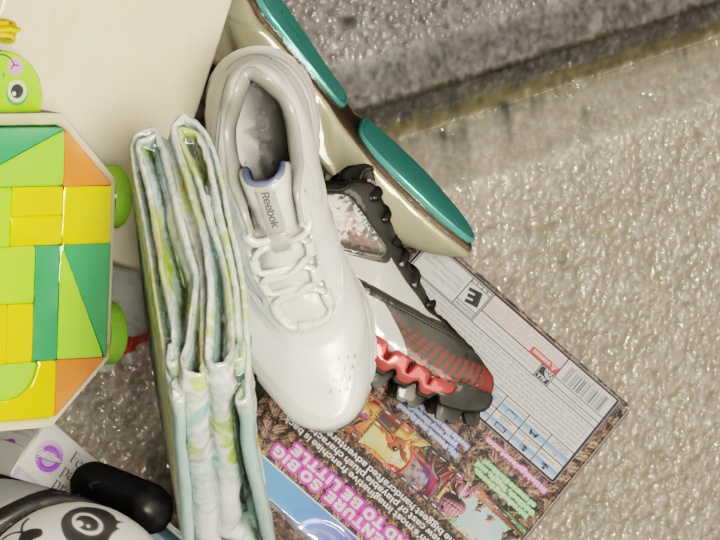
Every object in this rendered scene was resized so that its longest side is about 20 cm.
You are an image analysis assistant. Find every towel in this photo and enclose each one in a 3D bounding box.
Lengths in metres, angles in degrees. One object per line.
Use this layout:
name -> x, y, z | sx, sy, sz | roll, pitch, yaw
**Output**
towel -> -0.076, 0.047, 1.361 | 0.048, 0.172, 0.200 | -7, 142, -6

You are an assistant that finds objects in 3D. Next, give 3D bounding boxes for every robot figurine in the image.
robot figurine -> -0.176, 0.165, 1.394 | 0.125, 0.200, 0.151 | 14, 86, -37

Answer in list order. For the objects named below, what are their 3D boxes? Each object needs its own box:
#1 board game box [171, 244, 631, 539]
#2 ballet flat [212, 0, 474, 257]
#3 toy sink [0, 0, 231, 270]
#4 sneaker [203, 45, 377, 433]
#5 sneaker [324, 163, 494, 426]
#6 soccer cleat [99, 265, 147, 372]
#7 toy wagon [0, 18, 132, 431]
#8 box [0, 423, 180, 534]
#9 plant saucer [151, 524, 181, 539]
board game box -> 0.022, 0.106, 1.549 | 0.159, 0.097, 0.200 | 41, 58, 3
ballet flat -> -0.020, -0.072, 1.543 | 0.069, 0.069, 0.200 | -40, 92, -27
toy sink -> -0.161, -0.118, 1.434 | 0.130, 0.112, 0.201 | 18, 89, -37
sneaker -> -0.042, -0.014, 1.396 | 0.074, 0.087, 0.201 | -16, 91, 3
sneaker -> 0.000, 0.000, 1.479 | 0.200, 0.071, 0.098 | 37, 85, -4
soccer cleat -> -0.125, 0.006, 1.507 | 0.200, 0.069, 0.085 | -14, 94, -39
toy wagon -> -0.180, -0.022, 1.341 | 0.155, 0.040, 0.201 | -3, 100, -38
box -> -0.126, 0.150, 1.532 | 0.200, 0.041, 0.039 | 45, 68, -32
plant saucer -> -0.074, 0.211, 1.514 | 0.200, 0.019, 0.070 | 43, 83, -17
